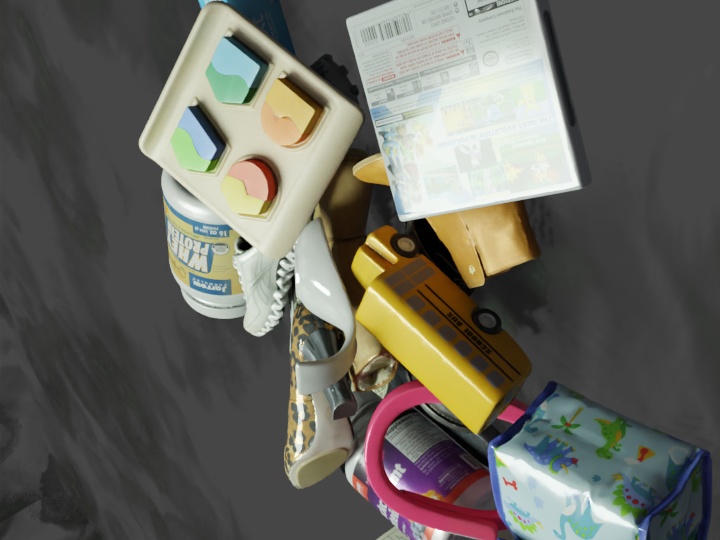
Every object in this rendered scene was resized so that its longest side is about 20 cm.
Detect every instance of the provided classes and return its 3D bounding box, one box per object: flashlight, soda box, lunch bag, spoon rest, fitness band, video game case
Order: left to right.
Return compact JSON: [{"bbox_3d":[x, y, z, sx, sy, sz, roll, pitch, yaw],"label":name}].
[{"bbox_3d":[-0.116,-0.240,1.175,0.067,0.064,0.203,14,126,55],"label":"soda box"},{"bbox_3d":[-0.091,-0.145,1.128,0.067,0.069,0.199,36,122,-28],"label":"flashlight"},{"bbox_3d":[-0.034,0.032,1.056,0.202,0.059,0.100,-93,2,-47],"label":"spoon rest"},{"bbox_3d":[0.101,0.186,1.075,0.037,0.196,0.146,-80,4,-80],"label":"fitness band"},{"bbox_3d":[0.084,-0.143,0.892,0.198,0.022,0.186,-8,101,46],"label":"video game case"},{"bbox_3d":[0.213,0.228,0.970,0.169,0.127,0.202,26,143,40],"label":"lunch bag"}]

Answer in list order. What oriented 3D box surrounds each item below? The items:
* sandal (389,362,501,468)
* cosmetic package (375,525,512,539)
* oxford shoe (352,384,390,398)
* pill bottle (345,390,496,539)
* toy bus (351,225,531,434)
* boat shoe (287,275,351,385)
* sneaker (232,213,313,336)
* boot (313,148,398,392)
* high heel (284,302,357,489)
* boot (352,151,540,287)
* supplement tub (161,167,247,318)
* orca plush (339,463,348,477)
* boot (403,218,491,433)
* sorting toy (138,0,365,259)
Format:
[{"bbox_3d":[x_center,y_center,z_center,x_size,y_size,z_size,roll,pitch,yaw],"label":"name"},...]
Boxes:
[{"bbox_3d":[0.088,0.135,1.200,0.200,0.043,0.076,43,156,15],"label":"sandal"},{"bbox_3d":[0.072,0.346,1.235,0.103,0.198,0.089,26,136,50],"label":"cosmetic package"},{"bbox_3d":[-0.005,0.155,1.346,0.074,0.058,0.202,14,128,2],"label":"oxford shoe"},{"bbox_3d":[0.053,0.220,1.201,0.199,0.111,0.113,37,144,31],"label":"pill bottle"},{"bbox_3d":[0.065,0.051,1.007,0.200,0.078,0.066,43,138,18],"label":"toy bus"},{"bbox_3d":[-0.049,0.060,1.266,0.064,0.069,0.203,114,149,-51],"label":"boat shoe"},{"bbox_3d":[-0.115,-0.003,1.278,0.076,0.080,0.202,-93,19,-45],"label":"sneaker"},{"bbox_3d":[0.000,0.000,1.123,0.176,0.065,0.203,94,165,-63],"label":"boot"},{"bbox_3d":[-0.056,0.138,1.186,0.201,0.070,0.144,113,144,-45],"label":"high heel"},{"bbox_3d":[0.075,-0.053,1.004,0.200,0.070,0.146,-11,100,56],"label":"boot"},{"bbox_3d":[-0.170,-0.053,1.351,0.145,0.143,0.202,43,148,31],"label":"supplement tub"},{"bbox_3d":[0.026,0.259,1.322,0.071,0.103,0.203,-86,-17,-64],"label":"orca plush"},{"bbox_3d":[0.084,0.051,1.090,0.201,0.069,0.175,54,152,20],"label":"boot"},{"bbox_3d":[-0.116,-0.138,1.085,0.199,0.036,0.187,37,114,11],"label":"sorting toy"}]
